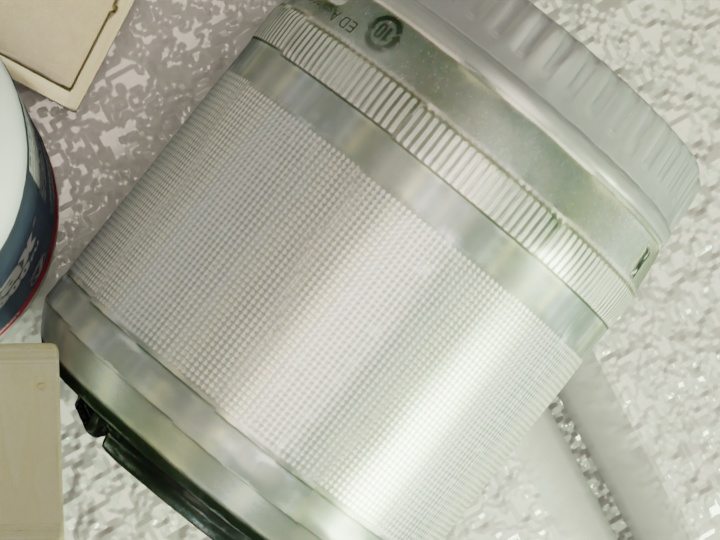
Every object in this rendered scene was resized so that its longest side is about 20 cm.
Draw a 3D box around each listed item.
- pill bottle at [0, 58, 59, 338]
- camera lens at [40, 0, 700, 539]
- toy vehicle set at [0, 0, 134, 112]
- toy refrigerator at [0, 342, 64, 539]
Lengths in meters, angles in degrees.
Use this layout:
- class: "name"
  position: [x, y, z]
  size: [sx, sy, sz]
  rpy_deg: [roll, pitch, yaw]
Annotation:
- class: "pill bottle"
  position: [-0.164, -0.032, 0.853]
  size: [0.119, 0.200, 0.120]
  rpy_deg: [0, 83, -1]
- class: "camera lens"
  position: [0.000, 0.000, 0.908]
  size: [0.160, 0.160, 0.200]
  rpy_deg: [39, 89, -10]
- class: "toy vehicle set"
  position: [-0.160, -0.158, 0.939]
  size: [0.199, 0.027, 0.125]
  rpy_deg: [29, 91, -9]
- class: "toy refrigerator"
  position: [-0.129, 0.113, 0.883]
  size: [0.069, 0.201, 0.076]
  rpy_deg: [-1, 52, -8]
